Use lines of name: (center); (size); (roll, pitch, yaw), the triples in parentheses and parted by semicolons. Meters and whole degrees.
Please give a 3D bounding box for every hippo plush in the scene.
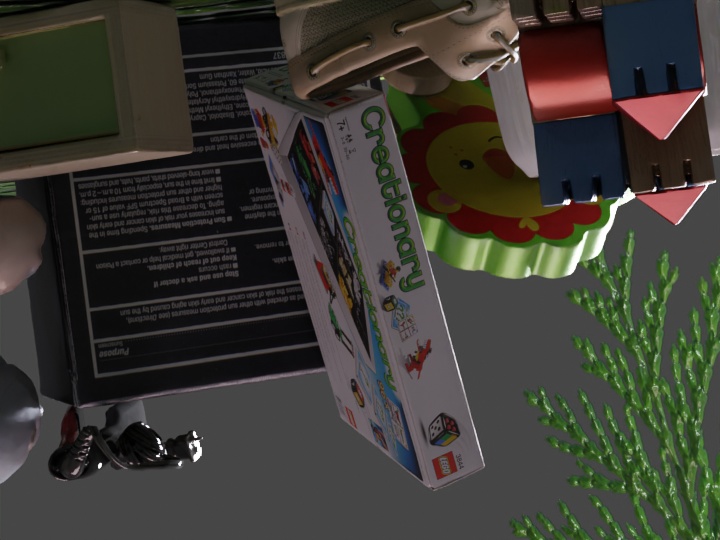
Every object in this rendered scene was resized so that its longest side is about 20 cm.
hippo plush: (-0.251, 0.044, 0.995); (0.159, 0.161, 0.200); (-14, -166, -25)

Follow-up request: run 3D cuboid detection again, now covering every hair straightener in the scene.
hair straightener: (-0.123, 0.085, 0.972); (0.077, 0.041, 0.200); (-6, 177, -5)

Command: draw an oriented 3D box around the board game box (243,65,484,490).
board game box: (0.000, 0.000, 0.934); (0.035, 0.200, 0.126); (-21, -160, -16)

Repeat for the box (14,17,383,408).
box: (-0.090, -0.035, 1.047); (0.200, 0.199, 0.123); (-7, 180, -19)

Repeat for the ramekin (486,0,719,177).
ramekin: (0.167, -0.115, 1.061); (0.200, 0.105, 0.200); (-7, 180, 0)

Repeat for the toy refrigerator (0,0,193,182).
toy refrigerator: (-0.191, -0.082, 0.918); (0.200, 0.076, 0.070); (-6, -179, 21)

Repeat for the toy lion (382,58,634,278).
toy lion: (0.104, -0.072, 1.166); (0.200, 0.069, 0.192); (-8, -135, -22)

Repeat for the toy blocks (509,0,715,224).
toy blocks: (0.077, -0.081, 0.571); (0.100, 0.137, 0.200); (-7, 180, 10)

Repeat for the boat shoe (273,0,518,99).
boat shoe: (0.051, -0.116, 0.813); (0.200, 0.065, 0.072); (-7, -179, 31)
